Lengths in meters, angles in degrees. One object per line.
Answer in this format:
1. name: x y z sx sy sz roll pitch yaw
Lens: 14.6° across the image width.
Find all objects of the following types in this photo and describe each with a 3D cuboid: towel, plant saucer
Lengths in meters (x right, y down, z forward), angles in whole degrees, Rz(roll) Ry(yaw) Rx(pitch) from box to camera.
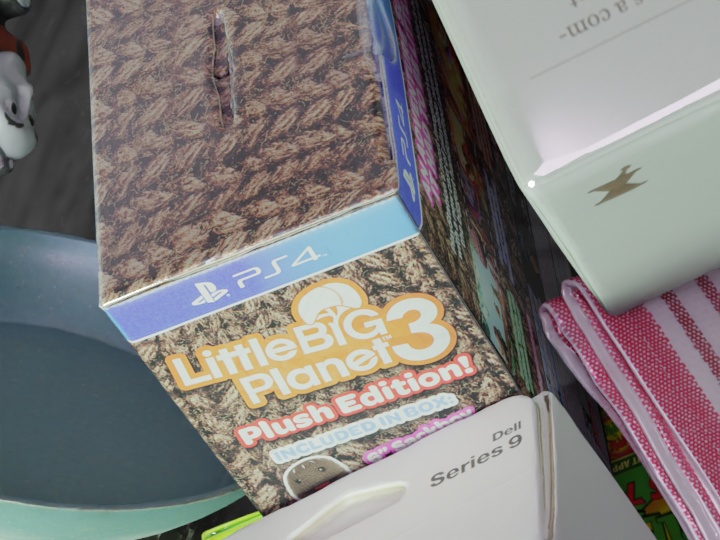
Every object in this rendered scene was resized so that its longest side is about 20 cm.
1. towel: 0.171 0.039 0.937 0.200 0.030 0.146 -20 70 -31
2. plant saucer: -0.117 0.044 0.998 0.200 0.200 0.036 21 116 15

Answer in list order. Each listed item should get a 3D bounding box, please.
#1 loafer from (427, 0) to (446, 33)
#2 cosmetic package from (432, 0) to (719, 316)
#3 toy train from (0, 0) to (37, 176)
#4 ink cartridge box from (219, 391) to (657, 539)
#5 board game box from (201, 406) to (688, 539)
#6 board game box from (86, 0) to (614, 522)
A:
1. loafer: 0.004 -0.088 1.004 0.200 0.070 0.075 -47 40 22
2. cosmetic package: 0.096 -0.122 0.839 0.167 0.166 0.200 -25 73 6
3. toy train: -0.214 -0.064 1.068 0.200 0.085 0.114 -14 73 11
4. ink cartridge box: 0.047 0.155 0.876 0.145 0.088 0.200 -28 115 16
5. board game box: 0.055 0.105 1.011 0.200 0.048 0.102 -23 81 12
6. board game box: 0.000 0.000 0.920 0.097 0.200 0.160 -21 43 13
